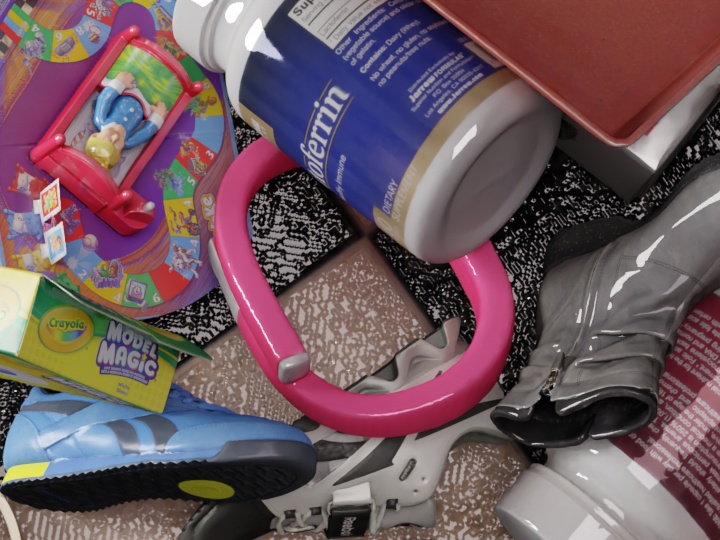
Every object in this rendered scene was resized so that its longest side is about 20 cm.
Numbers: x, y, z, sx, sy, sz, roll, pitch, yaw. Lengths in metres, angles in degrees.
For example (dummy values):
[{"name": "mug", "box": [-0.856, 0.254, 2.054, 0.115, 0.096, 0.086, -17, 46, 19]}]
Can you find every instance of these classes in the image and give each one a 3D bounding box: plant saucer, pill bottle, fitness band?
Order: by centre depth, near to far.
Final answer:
[{"name": "plant saucer", "box": [0.122, -0.170, 1.441, 0.199, 0.037, 0.200, 40, 63, 17]}, {"name": "pill bottle", "box": [0.000, -0.104, 1.473, 0.200, 0.116, 0.116, 39, 80, 23]}, {"name": "pill bottle", "box": [0.173, 0.087, 1.484, 0.114, 0.114, 0.200, 43, 80, 4]}, {"name": "fitness band", "box": [0.000, 0.000, 1.486, 0.143, 0.037, 0.200, -19, 58, -15]}]

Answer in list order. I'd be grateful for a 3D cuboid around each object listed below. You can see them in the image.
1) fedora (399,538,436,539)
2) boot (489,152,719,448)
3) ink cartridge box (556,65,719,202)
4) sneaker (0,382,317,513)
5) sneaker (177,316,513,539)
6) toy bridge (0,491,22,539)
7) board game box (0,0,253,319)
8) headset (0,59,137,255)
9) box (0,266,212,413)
[{"name": "fedora", "box": [0.046, 0.239, 1.461, 0.177, 0.090, 0.200, -39, 85, -9]}, {"name": "boot", "box": [0.160, 0.022, 1.414, 0.070, 0.200, 0.132, 37, 48, -22]}, {"name": "ink cartridge box", "box": [0.124, -0.159, 1.536, 0.200, 0.083, 0.147, 38, 80, 3]}, {"name": "sneaker", "box": [-0.107, 0.082, 1.449, 0.200, 0.066, 0.079, -6, 62, 35]}, {"name": "sneaker", "box": [-0.004, 0.114, 1.487, 0.200, 0.074, 0.089, -34, 82, -8]}, {"name": "toy bridge", "box": [-0.223, 0.141, 1.492, 0.067, 0.027, 0.200, -40, 86, -10]}, {"name": "board game box", "box": [-0.128, -0.075, 1.493, 0.158, 0.039, 0.201, -6, 80, -32]}, {"name": "headset", "box": [-0.225, -0.058, 1.514, 0.199, 0.094, 0.124, 14, 73, -17]}, {"name": "box", "box": [-0.183, 0.029, 1.419, 0.200, 0.117, 0.049, 7, 77, 39]}]
